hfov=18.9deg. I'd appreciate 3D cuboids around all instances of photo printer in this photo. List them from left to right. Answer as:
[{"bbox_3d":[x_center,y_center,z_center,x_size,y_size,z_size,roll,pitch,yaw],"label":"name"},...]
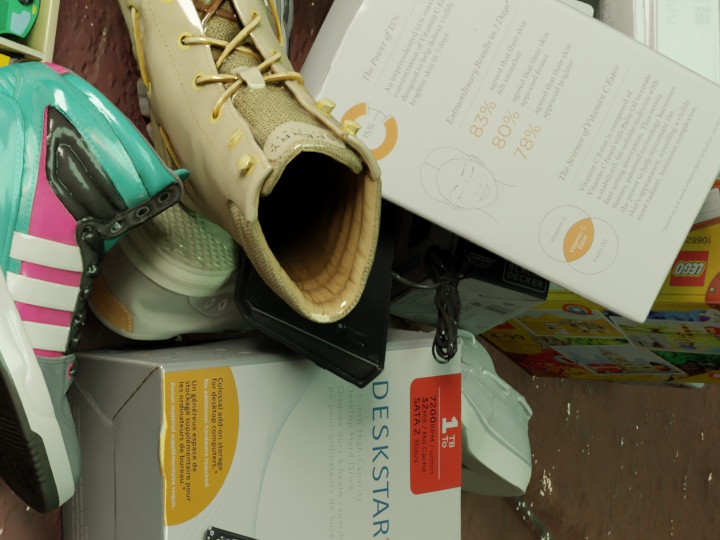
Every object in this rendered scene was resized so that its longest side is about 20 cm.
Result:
[{"bbox_3d":[0.148,-0.162,1.287,0.069,0.200,0.168,-2,92,-19],"label":"photo printer"}]

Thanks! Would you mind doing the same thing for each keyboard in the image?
[{"bbox_3d":[0.000,0.000,1.073,0.021,0.127,0.200,-60,-169,27],"label":"keyboard"}]

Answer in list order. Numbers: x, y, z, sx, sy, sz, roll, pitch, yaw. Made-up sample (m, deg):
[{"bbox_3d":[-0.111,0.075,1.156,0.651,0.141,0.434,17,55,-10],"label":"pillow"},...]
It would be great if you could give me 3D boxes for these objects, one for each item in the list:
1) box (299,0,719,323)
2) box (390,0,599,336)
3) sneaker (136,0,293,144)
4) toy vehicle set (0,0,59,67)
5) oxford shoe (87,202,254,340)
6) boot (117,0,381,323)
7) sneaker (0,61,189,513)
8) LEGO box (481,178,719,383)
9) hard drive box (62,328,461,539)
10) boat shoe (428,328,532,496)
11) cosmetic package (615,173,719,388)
[{"bbox_3d":[0.073,-0.076,1.089,0.125,0.199,0.097,-63,-169,4],"label":"box"},{"bbox_3d":[0.074,-0.074,1.223,0.060,0.117,0.201,17,74,-15],"label":"box"},{"bbox_3d":[-0.071,-0.152,1.042,0.077,0.078,0.201,-30,126,-54],"label":"sneaker"},{"bbox_3d":[-0.196,-0.131,0.883,0.200,0.026,0.125,16,77,-57],"label":"toy vehicle set"},{"bbox_3d":[-0.073,0.003,1.060,0.058,0.075,0.200,-47,162,17],"label":"oxford shoe"},{"bbox_3d":[-0.052,-0.089,0.919,0.072,0.155,0.201,-17,120,-17],"label":"boot"},{"bbox_3d":[-0.125,-0.004,0.922,0.120,0.083,0.201,-30,126,-29],"label":"sneaker"},{"bbox_3d":[0.168,0.009,1.300,0.149,0.199,0.078,36,61,-51],"label":"LEGO box"},{"bbox_3d":[-0.044,0.111,1.048,0.199,0.077,0.157,-5,95,-46],"label":"hard drive box"},{"bbox_3d":[0.052,0.070,1.239,0.200,0.072,0.069,38,57,-51],"label":"boat shoe"},{"bbox_3d":[0.192,-0.028,1.456,0.102,0.074,0.201,24,72,-55],"label":"cosmetic package"}]
